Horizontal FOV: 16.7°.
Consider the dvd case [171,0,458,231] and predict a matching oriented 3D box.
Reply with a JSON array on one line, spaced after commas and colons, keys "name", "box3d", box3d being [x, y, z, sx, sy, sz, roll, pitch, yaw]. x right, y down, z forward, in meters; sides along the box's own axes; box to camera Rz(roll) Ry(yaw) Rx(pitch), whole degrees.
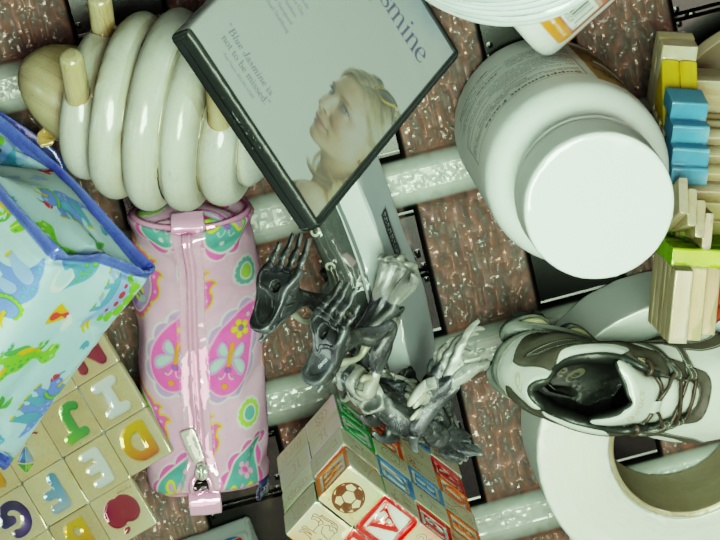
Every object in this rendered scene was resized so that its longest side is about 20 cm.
[{"name": "dvd case", "box3d": [-0.022, -0.135, 1.481, 0.018, 0.200, 0.143, -18, 114, 41]}]

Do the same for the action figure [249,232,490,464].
[{"name": "action figure", "box3d": [0.022, 0.050, 1.490, 0.102, 0.119, 0.200, -53, 142, 0]}]

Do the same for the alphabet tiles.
[{"name": "alphabet tiles", "box3d": [-0.220, 0.100, 1.573, 0.166, 0.006, 0.200, -31, 89, 14]}]

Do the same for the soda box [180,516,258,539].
[{"name": "soda box", "box3d": [-0.073, 0.273, 1.656, 0.068, 0.064, 0.200, -19, 108, 0]}]

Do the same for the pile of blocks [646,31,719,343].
[{"name": "pile of blocks", "box3d": [0.214, -0.052, 1.501, 0.062, 0.082, 0.201, 2, 79, -7]}]

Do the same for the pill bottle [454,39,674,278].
[{"name": "pill bottle", "box3d": [0.126, -0.067, 1.499, 0.114, 0.200, 0.115, -2, 108, -6]}]

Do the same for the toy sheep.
[{"name": "toy sheep", "box3d": [-0.114, -0.099, 1.497, 0.199, 0.138, 0.138, 15, 106, 10]}]

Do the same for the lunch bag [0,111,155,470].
[{"name": "lunch bag", "box3d": [-0.252, -0.004, 1.502, 0.200, 0.127, 0.170, 44, 104, 27]}]

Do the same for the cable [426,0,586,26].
[{"name": "cable", "box3d": [0.084, -0.246, 1.422, 0.200, 0.069, 0.200, -34, 74, 9]}]

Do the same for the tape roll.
[{"name": "tape roll", "box3d": [0.210, 0.104, 1.630, 0.202, 0.071, 0.203, -2, 107, -6]}]

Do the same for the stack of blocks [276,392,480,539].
[{"name": "stack of blocks", "box3d": [0.009, 0.136, 1.550, 0.115, 0.200, 0.059, 39, 102, -15]}]

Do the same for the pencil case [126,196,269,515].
[{"name": "pencil case", "box3d": [-0.103, 0.051, 1.572, 0.087, 0.087, 0.201, -3, 107, -5]}]

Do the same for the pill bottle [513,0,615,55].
[{"name": "pill bottle", "box3d": [0.151, -0.235, 1.496, 0.200, 0.112, 0.112, -41, 107, 6]}]

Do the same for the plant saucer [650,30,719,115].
[{"name": "plant saucer", "box3d": [0.278, -0.067, 1.550, 0.199, 0.029, 0.201, -2, 76, 8]}]

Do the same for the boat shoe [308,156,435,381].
[{"name": "boat shoe", "box3d": [0.000, 0.000, 1.583, 0.056, 0.069, 0.200, -10, 110, 20]}]

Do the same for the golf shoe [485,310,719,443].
[{"name": "golf shoe", "box3d": [0.181, 0.079, 1.535, 0.199, 0.095, 0.078, 4, 105, -9]}]
